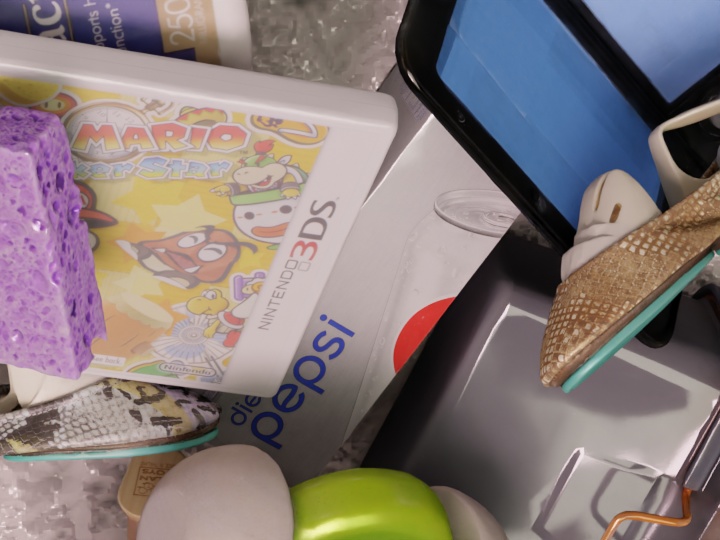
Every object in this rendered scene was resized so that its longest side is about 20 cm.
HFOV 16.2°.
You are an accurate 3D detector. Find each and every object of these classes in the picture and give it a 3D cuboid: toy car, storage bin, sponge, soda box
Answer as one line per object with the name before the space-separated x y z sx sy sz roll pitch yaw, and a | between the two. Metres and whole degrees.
toy car | -0.026 0.177 1.076 0.175 0.150 0.200 17 125 -36
storage bin | 0.087 0.087 1.183 0.134 0.146 0.200 23 109 -11
sponge | -0.199 -0.025 0.978 0.200 0.030 0.112 12 133 19
soda box | 0.000 0.000 1.153 0.068 0.063 0.200 31 105 -25

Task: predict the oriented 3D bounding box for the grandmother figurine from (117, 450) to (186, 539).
grandmother figurine | -0.081 0.167 1.194 0.121 0.061 0.200 8 134 8

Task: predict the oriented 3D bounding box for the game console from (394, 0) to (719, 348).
game console | 0.126 -0.101 1.101 0.176 0.116 0.200 -39 120 8

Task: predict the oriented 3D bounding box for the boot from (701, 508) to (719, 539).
boot | 0.246 0.202 1.308 0.200 0.064 0.187 -2 103 -16

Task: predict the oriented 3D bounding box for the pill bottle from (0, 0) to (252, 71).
pill bottle | -0.152 -0.109 1.036 0.200 0.116 0.116 -13 118 -7

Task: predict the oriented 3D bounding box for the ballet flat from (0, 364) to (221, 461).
ballet flat | -0.163 0.059 1.123 0.200 0.072 0.072 -10 118 10

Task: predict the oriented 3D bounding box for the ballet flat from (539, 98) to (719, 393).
ballet flat | 0.132 -0.025 1.075 0.200 0.071 0.065 -36 86 -30

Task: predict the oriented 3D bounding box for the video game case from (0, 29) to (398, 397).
video game case | -0.106 -0.020 1.032 0.200 0.023 0.182 8 138 -15
